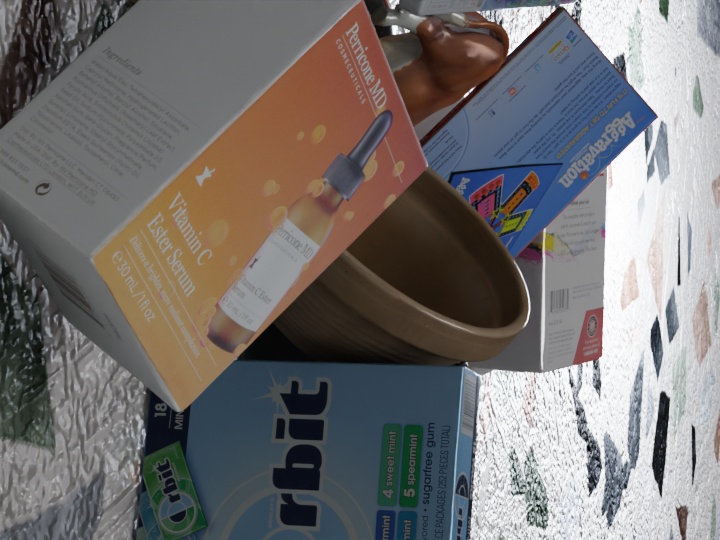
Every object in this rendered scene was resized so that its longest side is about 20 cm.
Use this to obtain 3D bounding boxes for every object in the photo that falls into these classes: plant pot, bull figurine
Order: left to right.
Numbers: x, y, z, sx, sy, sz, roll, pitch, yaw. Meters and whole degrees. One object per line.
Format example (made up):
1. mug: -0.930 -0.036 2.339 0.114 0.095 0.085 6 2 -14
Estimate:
1. plant pot: 0.000 0.000 1.464 0.093 0.201 0.201 -52 174 23
2. bull figurine: 0.003 -0.122 1.596 0.121 0.199 0.065 47 11 -41

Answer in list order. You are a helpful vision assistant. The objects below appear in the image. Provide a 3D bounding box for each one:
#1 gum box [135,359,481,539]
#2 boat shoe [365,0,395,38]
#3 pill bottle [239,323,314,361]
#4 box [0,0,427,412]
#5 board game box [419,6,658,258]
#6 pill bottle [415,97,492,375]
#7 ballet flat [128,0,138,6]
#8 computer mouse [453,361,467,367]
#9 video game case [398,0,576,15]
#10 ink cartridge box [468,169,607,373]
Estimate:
1. gum box: -0.033 0.140 1.405 0.045 0.198 0.172 30 63 -68
2. boat shoe: -0.010 -0.135 1.667 0.201 0.071 0.063 78 18 -50
3. pill bottle: -0.008 0.051 1.613 0.200 0.111 0.113 -23 113 -70
4. box: -0.081 -0.056 1.261 0.200 0.106 0.153 -45 145 -14
5. board game box: 0.099 -0.074 1.622 0.103 0.200 0.019 47 -4 -10
6. pill bottle: 0.069 -0.026 1.802 0.111 0.110 0.201 -65 159 -50
7. ballet flat: -0.083 -0.200 1.440 0.200 0.071 0.073 -44 132 -65
8. computer mouse: 0.030 0.161 1.487 0.110 0.044 0.201 100 4 -63
9. video game case: 0.114 -0.262 1.530 0.181 0.024 0.201 -12 127 -50
10. ink cartridge box: 0.126 -0.033 1.705 0.116 0.067 0.202 -7 99 -62
